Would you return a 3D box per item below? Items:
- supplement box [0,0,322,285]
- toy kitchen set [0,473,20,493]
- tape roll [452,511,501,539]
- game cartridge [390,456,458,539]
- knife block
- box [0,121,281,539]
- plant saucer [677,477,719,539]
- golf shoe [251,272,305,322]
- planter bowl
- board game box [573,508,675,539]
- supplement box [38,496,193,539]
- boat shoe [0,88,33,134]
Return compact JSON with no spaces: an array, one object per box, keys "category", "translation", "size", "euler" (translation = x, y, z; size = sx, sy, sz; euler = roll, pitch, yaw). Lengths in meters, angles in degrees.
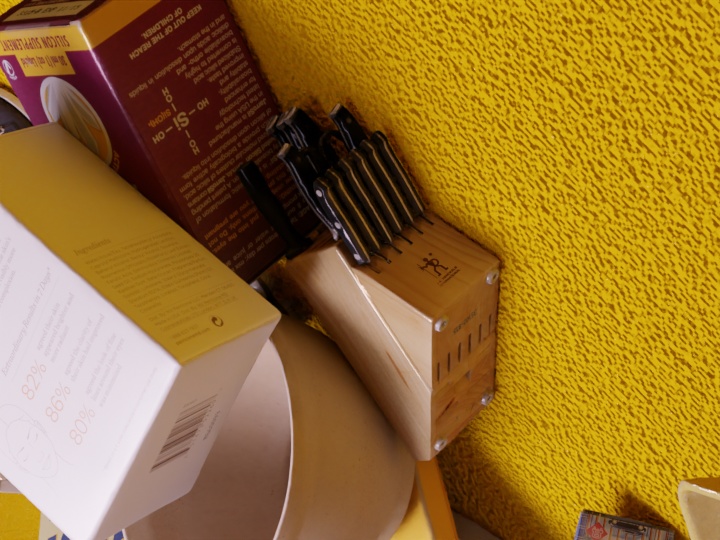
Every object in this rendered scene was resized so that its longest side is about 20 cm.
[{"category":"supplement box","translation":[-0.129,-0.093,1.111],"size":[0.130,0.103,0.201],"euler":[5,128,51]},{"category":"toy kitchen set","translation":[-0.236,0.102,1.408],"size":[0.180,0.198,0.165],"euler":[168,106,-74]},{"category":"tape roll","translation":[0.075,0.271,1.278],"size":[0.202,0.071,0.203],"euler":[35,148,26]},{"category":"game cartridge","translation":[0.009,0.207,1.205],"size":[0.176,0.032,0.201],"euler":[-36,65,47]},{"category":"knife block","translation":[0.000,0.000,1.076],"size":[0.175,0.064,0.201],"euler":[34,148,28]},{"category":"box","translation":[-0.174,0.035,1.050],"size":[0.200,0.106,0.153],"euler":[40,121,17]},{"category":"plant saucer","translation":[0.279,0.196,0.923],"size":[0.199,0.048,0.201],"euler":[14,134,48]},{"category":"golf shoe","translation":[-0.117,0.064,1.285],"size":[0.078,0.097,0.200],"euler":[46,153,4]},{"category":"planter bowl","translation":[-0.051,0.124,1.138],"size":[0.200,0.134,0.202],"euler":[-14,71,49]},{"category":"board game box","translation":[0.135,0.287,1.073],"size":[0.061,0.201,0.201],"euler":[12,141,8]},{"category":"supplement box","translation":[-0.123,0.257,1.266],"size":[0.134,0.201,0.200],"euler":[-25,133,22]},{"category":"boat shoe","translation":[-0.258,-0.071,1.364],"size":[0.200,0.060,0.074],"euler":[42,151,16]}]
